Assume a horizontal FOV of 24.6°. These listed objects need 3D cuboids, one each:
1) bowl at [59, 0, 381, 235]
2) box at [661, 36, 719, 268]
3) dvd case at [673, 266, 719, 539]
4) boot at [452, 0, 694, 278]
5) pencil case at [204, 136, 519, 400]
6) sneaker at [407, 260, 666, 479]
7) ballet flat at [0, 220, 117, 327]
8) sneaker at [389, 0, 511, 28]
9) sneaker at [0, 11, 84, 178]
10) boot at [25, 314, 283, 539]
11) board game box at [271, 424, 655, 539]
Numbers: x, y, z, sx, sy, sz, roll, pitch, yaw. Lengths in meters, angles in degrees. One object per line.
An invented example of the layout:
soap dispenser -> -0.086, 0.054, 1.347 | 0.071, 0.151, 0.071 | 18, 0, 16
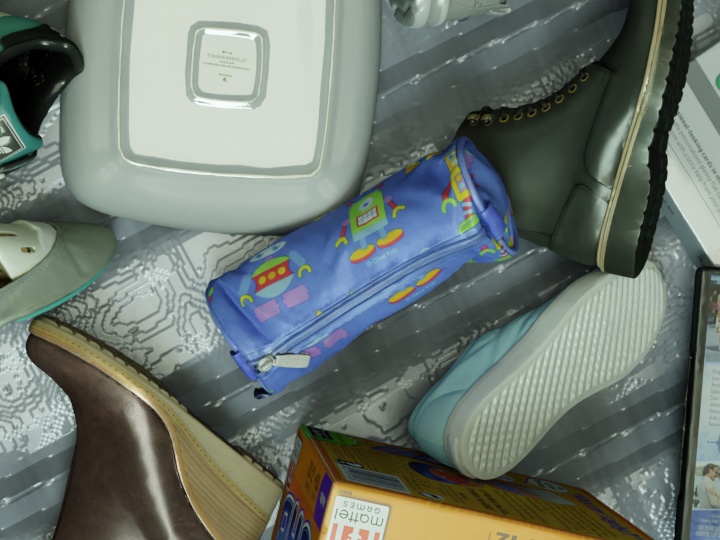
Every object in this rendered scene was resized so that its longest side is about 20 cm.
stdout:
bowl -> -0.082, -0.123, 1.005 | 0.198, 0.075, 0.202 | 5, 93, -9
box -> 0.282, -0.092, 1.070 | 0.199, 0.041, 0.157 | -33, 96, -6
dvd case -> 0.273, 0.103, 1.042 | 0.141, 0.018, 0.202 | 5, 89, -6
boot -> 0.124, -0.108, 1.011 | 0.137, 0.077, 0.202 | 14, 95, 19
pencil case -> 0.000, 0.000, 0.991 | 0.199, 0.087, 0.078 | -30, 123, 13
sneaker -> 0.107, 0.050, 1.041 | 0.199, 0.082, 0.074 | -34, 119, -28
ballet flat -> -0.228, 0.008, 0.961 | 0.199, 0.067, 0.064 | -33, 131, -29
sneaker -> 0.061, -0.252, 1.028 | 0.081, 0.075, 0.202 | -1, 100, -21
sneaker -> -0.234, -0.073, 0.939 | 0.201, 0.079, 0.072 | -58, 143, -28
boot -> -0.162, 0.144, 1.005 | 0.200, 0.072, 0.167 | 40, 85, -11
board game box -> 0.044, 0.223, 0.972 | 0.198, 0.200, 0.202 | 13, 91, -8
